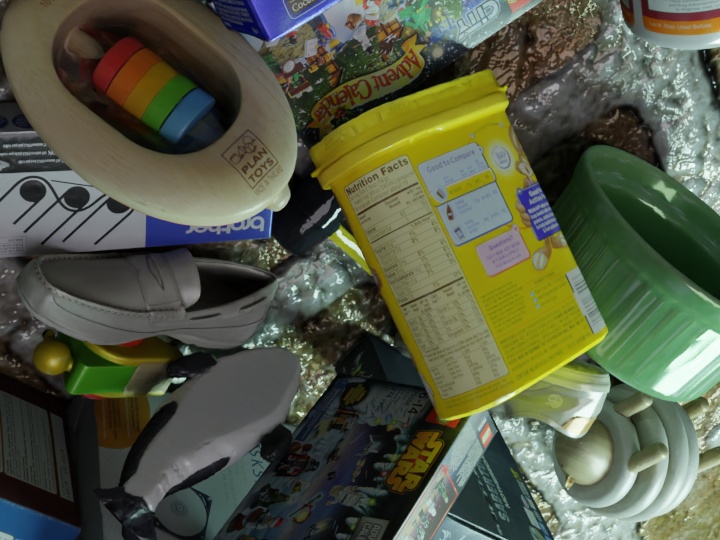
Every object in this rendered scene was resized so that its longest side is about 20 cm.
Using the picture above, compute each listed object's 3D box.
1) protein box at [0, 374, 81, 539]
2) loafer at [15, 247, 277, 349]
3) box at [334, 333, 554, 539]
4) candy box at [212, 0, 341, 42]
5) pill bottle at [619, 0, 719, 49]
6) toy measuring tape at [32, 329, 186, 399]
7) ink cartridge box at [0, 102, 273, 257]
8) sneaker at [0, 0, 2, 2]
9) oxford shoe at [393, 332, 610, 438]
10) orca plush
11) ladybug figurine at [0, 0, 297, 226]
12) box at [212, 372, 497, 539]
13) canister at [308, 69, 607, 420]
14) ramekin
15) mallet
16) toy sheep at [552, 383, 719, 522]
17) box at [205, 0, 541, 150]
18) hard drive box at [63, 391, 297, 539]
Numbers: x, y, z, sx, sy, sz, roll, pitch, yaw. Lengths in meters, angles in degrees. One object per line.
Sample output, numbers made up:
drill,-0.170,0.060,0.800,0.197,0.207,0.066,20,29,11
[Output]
protein box,-0.340,0.163,0.757,0.199,0.135,0.200,-46,128,13
loafer,-0.141,0.011,0.754,0.199,0.070,0.070,7,132,-50
box,0.071,0.158,0.881,0.157,0.201,0.051,31,112,-35
candy box,-0.036,-0.252,0.573,0.169,0.077,0.201,-34,119,-16
pill bottle,0.215,-0.255,0.700,0.112,0.113,0.201,-24,130,-5
toy measuring tape,-0.162,0.057,0.817,0.199,0.074,0.074,4,125,-52
ink cartridge box,-0.156,-0.064,0.729,0.198,0.044,0.095,-5,127,-19
sneaker,-0.179,-0.195,0.586,0.199,0.075,0.087,-29,173,-4
oxford shoe,0.101,0.084,0.849,0.075,0.199,0.058,1,100,-47
orca plush,-0.110,0.131,0.773,0.105,0.201,0.071,24,130,1
ladybug figurine,-0.125,-0.097,0.655,0.136,0.200,0.072,-47,177,-27
box,-0.011,0.160,0.752,0.200,0.136,0.040,-52,131,-34
canister,0.070,-0.018,0.738,0.148,0.201,0.086,-24,178,-36
ramekin,0.223,0.005,0.841,0.199,0.201,0.098,19,123,-32
mallet,0.000,0.000,0.848,0.066,0.041,0.200,-35,133,5
toy sheep,0.255,0.168,1.011,0.199,0.138,0.138,14,118,-35
box,0.013,-0.185,0.716,0.199,0.038,0.137,-34,129,3
hard drive box,-0.128,0.181,0.839,0.199,0.157,0.077,20,125,-33
